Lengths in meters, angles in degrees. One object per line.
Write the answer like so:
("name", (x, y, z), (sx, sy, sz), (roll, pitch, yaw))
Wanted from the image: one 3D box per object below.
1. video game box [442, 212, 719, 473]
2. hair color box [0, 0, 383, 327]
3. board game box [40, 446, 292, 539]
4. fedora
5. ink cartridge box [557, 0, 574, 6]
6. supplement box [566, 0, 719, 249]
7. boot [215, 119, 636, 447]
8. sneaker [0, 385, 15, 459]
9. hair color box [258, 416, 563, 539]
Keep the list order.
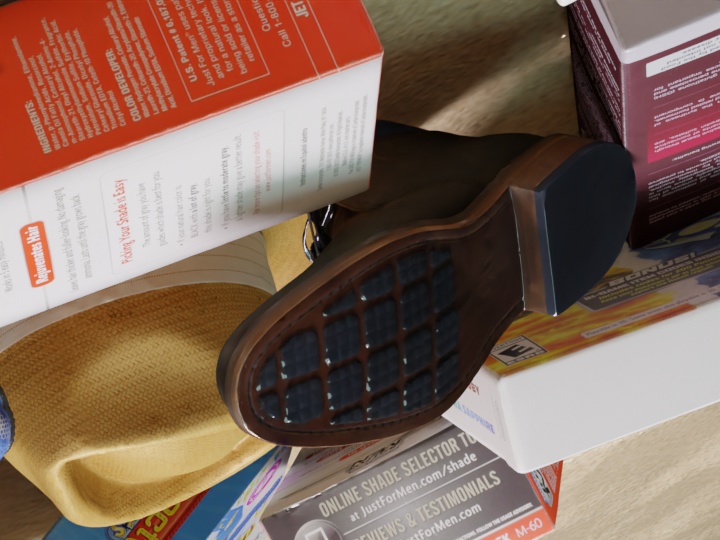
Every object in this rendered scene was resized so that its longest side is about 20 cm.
("video game box", (0.116, 0.009, 0.994), (0.199, 0.047, 0.182), (-19, -166, -15))
("hair color box", (-0.097, -0.035, 0.755), (0.199, 0.061, 0.102), (-21, 160, -11))
("board game box", (-0.114, 0.156, 1.087), (0.196, 0.056, 0.200), (-52, 171, -23))
("fedora", (-0.084, 0.041, 0.927), (0.200, 0.082, 0.201), (-21, 159, -8))
("ink cartridge box", (0.094, -0.145, 0.682), (0.199, 0.068, 0.115), (-23, 160, -2))
("supplement box", (0.134, -0.083, 0.893), (0.109, 0.061, 0.200), (-22, 160, -1))
("boot", (0.000, 0.000, 0.845), (0.200, 0.097, 0.075), (-27, 123, -43))
("sneaker", (-0.210, 0.068, 0.812), (0.199, 0.089, 0.079), (-3, 154, -26))
("hair color box", (0.029, 0.087, 1.090), (0.111, 0.064, 0.200), (-27, -176, 10))
